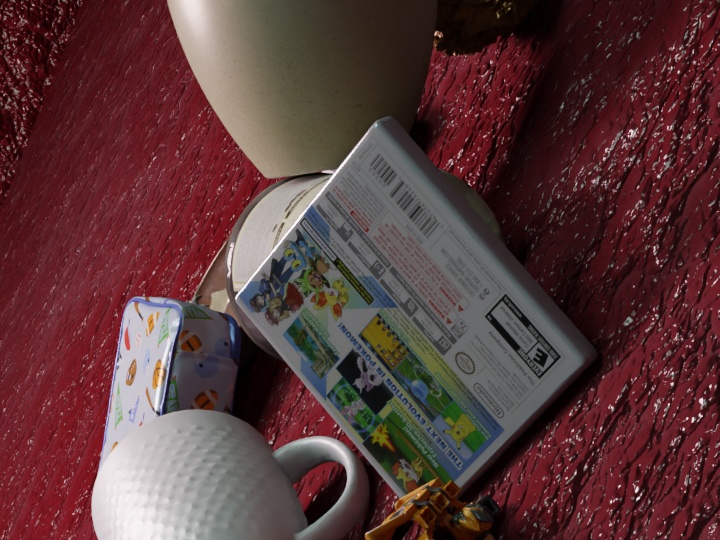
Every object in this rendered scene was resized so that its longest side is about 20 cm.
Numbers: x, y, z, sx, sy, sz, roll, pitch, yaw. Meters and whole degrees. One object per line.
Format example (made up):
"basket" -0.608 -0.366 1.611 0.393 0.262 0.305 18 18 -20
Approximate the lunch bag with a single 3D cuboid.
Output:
"lunch bag" -0.169 0.117 1.907 0.160 0.075 0.201 4 83 64

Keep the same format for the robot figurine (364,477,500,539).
"robot figurine" 0.000 0.199 1.326 0.200 0.058 0.145 -44 -4 20

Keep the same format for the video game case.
"video game case" 0.030 0.034 1.385 0.022 0.200 0.182 -26 -19 -52

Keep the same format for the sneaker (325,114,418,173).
"sneaker" -0.013 -0.112 1.867 0.074 0.079 0.200 -64 19 -9

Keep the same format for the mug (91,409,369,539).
"mug" -0.084 0.189 1.565 0.200 0.148 0.175 -32 28 -2

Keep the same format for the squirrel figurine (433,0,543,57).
"squirrel figurine" 0.116 -0.254 1.674 0.187 0.141 0.201 25 102 62

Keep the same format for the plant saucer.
"plant saucer" -0.116 0.038 2.011 0.201 0.037 0.201 -52 20 28

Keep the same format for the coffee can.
"coffee can" 0.000 0.000 1.555 0.147 0.146 0.200 -65 18 -8

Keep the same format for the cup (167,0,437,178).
"cup" -0.030 -0.145 1.600 0.200 0.200 0.144 -179 78 -71
